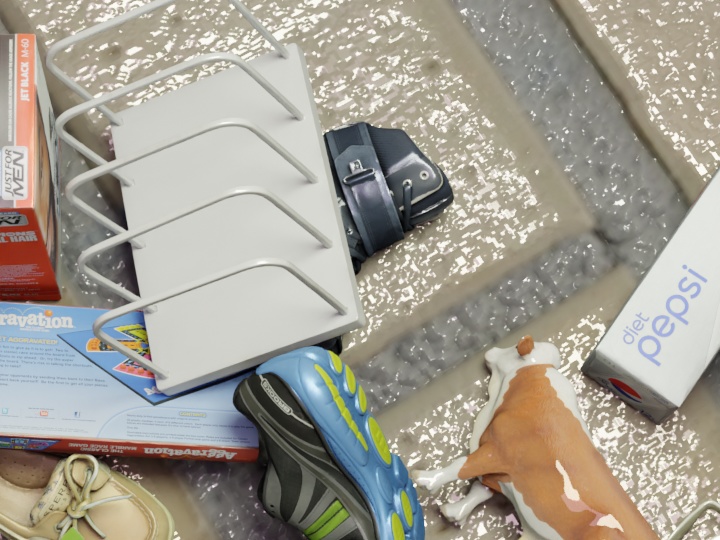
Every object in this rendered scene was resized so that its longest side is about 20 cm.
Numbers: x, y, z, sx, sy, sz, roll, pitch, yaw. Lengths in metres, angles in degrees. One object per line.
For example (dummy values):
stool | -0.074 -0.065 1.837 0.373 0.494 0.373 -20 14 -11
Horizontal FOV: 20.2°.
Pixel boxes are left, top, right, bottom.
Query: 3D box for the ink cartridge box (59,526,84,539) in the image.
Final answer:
ink cartridge box | -0.176 0.233 1.135 0.148 0.076 0.200 -47 49 -9

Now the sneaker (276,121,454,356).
sneaker | 0.000 -0.001 1.308 0.146 0.077 0.202 -15 75 -4

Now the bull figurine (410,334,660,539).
bull figurine | 0.111 0.137 1.275 0.121 0.065 0.200 -35 64 3

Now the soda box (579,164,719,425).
soda box | 0.229 0.000 1.328 0.068 0.063 0.200 35 76 6

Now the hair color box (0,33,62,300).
hair color box | -0.221 -0.059 1.248 0.064 0.200 0.111 -1 75 -3

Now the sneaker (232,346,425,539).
sneaker | -0.018 0.138 1.251 0.083 0.071 0.200 -16 112 24

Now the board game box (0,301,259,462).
board game box | -0.165 0.069 1.273 0.200 0.019 0.103 5 52 -12

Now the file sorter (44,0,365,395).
file sorter | -0.102 -0.050 1.236 0.139 0.125 0.200 -20 65 16

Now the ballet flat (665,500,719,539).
ballet flat | 0.254 0.164 1.288 0.200 0.069 0.069 -31 78 -10

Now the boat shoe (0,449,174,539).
boat shoe | -0.212 0.135 1.265 0.200 0.063 0.073 22 74 2
